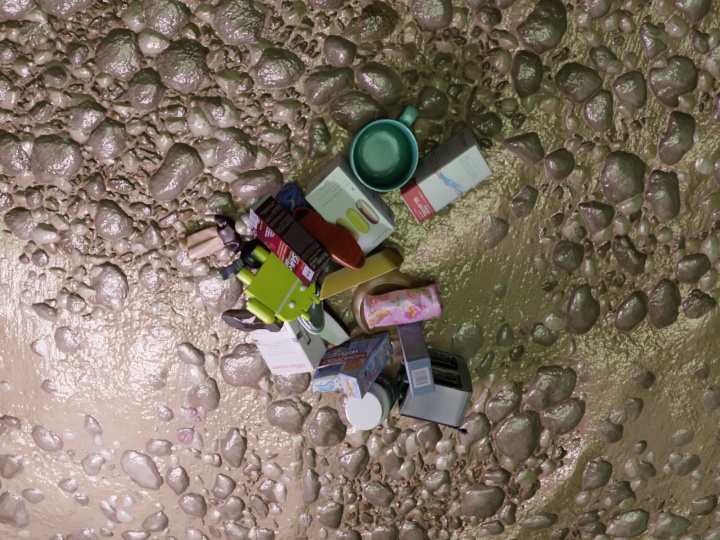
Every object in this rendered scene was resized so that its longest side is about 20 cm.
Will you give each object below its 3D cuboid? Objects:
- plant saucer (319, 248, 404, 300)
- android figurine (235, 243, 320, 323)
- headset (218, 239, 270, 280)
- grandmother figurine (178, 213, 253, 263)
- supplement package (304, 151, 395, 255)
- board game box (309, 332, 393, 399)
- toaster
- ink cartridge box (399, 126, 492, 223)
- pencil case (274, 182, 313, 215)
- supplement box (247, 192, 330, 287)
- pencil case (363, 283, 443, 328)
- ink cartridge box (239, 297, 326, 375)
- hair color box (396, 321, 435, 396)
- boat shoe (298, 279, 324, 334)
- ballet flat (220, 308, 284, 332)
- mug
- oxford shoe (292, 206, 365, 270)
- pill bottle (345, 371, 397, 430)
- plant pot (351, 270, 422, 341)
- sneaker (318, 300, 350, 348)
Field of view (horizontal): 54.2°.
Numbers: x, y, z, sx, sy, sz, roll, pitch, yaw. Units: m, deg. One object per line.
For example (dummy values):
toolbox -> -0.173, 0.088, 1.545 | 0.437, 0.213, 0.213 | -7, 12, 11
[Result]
plant saucer -> 0.000, 0.000, 1.670 | 0.195, 0.200, 0.050 | -24, 92, 10
android figurine -> -0.184, 0.034, 1.621 | 0.198, 0.041, 0.184 | 38, 72, -9
headset -> -0.258, -0.051, 1.685 | 0.197, 0.124, 0.096 | -31, 95, 0
grandmother figurine -> -0.335, -0.081, 1.698 | 0.196, 0.061, 0.123 | -23, 120, 13
supplement package -> -0.021, -0.151, 1.633 | 0.113, 0.110, 0.200 | -39, 109, 18
board game box -> -0.030, 0.243, 1.750 | 0.194, 0.201, 0.063 | -11, 112, 17
toaster -> 0.193, 0.302, 1.803 | 0.194, 0.182, 0.122 | 14, 114, -6
ink cartridge box -> 0.188, -0.217, 1.581 | 0.197, 0.147, 0.083 | -33, 111, 15
pencil case -> -0.130, -0.112, 1.667 | 0.078, 0.087, 0.202 | -40, 111, -8
supplement box -> -0.161, -0.065, 1.566 | 0.200, 0.109, 0.061 | 44, 68, 5
pencil case -> 0.105, 0.086, 1.732 | 0.194, 0.088, 0.090 | -10, 115, 5
ink cartridge box -> -0.194, 0.153, 1.764 | 0.143, 0.085, 0.204 | -8, 119, 33
hair color box -> 0.132, 0.201, 1.716 | 0.059, 0.201, 0.101 | -12, 118, 0
boat shoe -> -0.126, 0.051, 1.687 | 0.071, 0.061, 0.206 | -12, 82, -31
ballet flat -> -0.258, 0.114, 1.693 | 0.196, 0.047, 0.068 | -1, 143, 37
mug -> 0.061, -0.266, 1.571 | 0.181, 0.114, 0.156 | -24, 102, -2
oxford shoe -> -0.073, -0.064, 1.595 | 0.198, 0.071, 0.073 | 38, 150, 5
pill bottle -> 0.029, 0.333, 1.795 | 0.109, 0.200, 0.117 | 1, 95, 12
plant pot -> 0.073, 0.098, 1.795 | 0.193, 0.028, 0.206 | 0, 114, 1
sneaker -> -0.111, 0.121, 1.780 | 0.084, 0.073, 0.201 | -33, 112, 12
